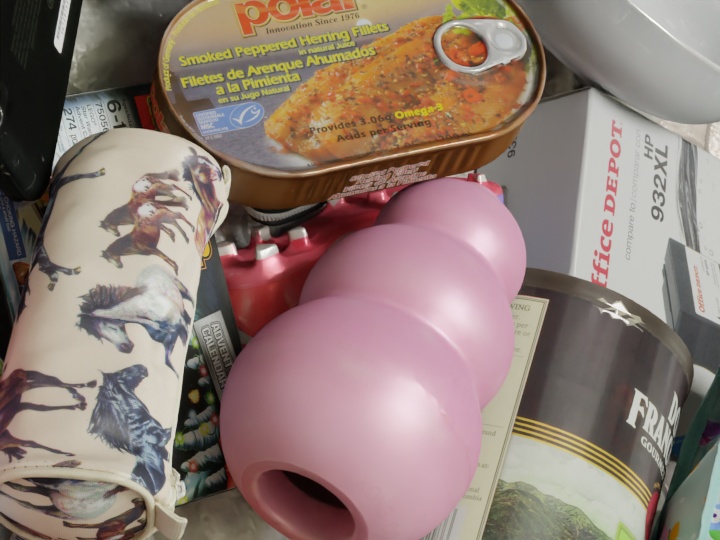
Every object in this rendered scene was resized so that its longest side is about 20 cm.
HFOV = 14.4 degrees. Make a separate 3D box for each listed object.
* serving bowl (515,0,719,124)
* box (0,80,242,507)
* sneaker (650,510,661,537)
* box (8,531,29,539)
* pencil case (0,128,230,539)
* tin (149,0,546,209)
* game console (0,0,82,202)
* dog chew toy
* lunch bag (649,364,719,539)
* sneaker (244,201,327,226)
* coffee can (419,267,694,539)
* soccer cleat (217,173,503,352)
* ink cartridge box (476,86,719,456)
[{"bbox_3d":[0.137,-0.148,1.578,0.200,0.066,0.200,35,21,-16],"label":"serving bowl"},{"bbox_3d":[-0.122,0.017,1.339,0.136,0.040,0.201,-15,90,-46],"label":"box"},{"bbox_3d":[0.139,0.206,1.510,0.087,0.074,0.201,77,31,-48],"label":"sneaker"},{"bbox_3d":[-0.094,0.196,1.299,0.200,0.041,0.120,33,81,-37],"label":"box"},{"bbox_3d":[-0.107,0.028,1.244,0.089,0.078,0.201,18,53,-13],"label":"pencil case"},{"bbox_3d":[-0.006,-0.091,1.372,0.199,0.042,0.113,-12,66,-24],"label":"tin"},{"bbox_3d":[-0.209,-0.150,1.275,0.176,0.116,0.201,59,30,-51],"label":"game console"},{"bbox_3d":[0.016,0.036,1.355,0.125,0.124,0.201,48,52,-26],"label":"dog chew toy"},{"bbox_3d":[0.236,0.143,1.452,0.170,0.122,0.201,25,56,-2],"label":"lunch bag"},{"bbox_3d":[-0.007,-0.105,1.445,0.199,0.076,0.116,-23,73,-45],"label":"sneaker"},{"bbox_3d":[0.075,0.121,1.436,0.146,0.146,0.201,37,57,-32],"label":"coffee can"},{"bbox_3d":[0.000,0.000,1.455,0.199,0.066,0.077,-22,112,-45],"label":"soccer cleat"},{"bbox_3d":[0.157,0.005,1.588,0.199,0.083,0.146,25,63,-38],"label":"ink cartridge box"}]
